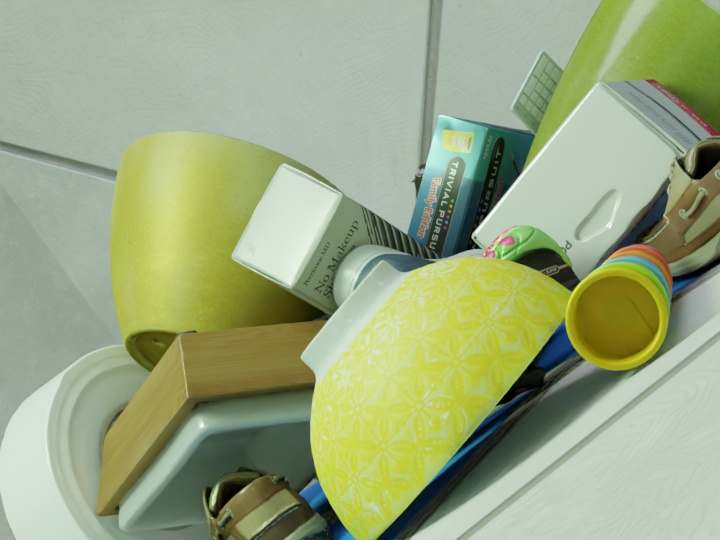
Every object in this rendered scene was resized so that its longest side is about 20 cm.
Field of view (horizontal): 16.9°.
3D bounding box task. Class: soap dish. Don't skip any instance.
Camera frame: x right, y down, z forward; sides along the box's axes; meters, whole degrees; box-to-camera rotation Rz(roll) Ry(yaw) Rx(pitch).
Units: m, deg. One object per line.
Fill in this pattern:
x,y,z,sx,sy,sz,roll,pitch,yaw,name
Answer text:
-0.091,0.109,1.723,0.156,0.082,0.200,-6,-26,-29,soap dish

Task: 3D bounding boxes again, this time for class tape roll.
-0.173,0.161,1.839,0.071,0.203,0.202,-33,4,40,tape roll

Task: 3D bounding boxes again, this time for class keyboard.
0.188,-0.101,1.970,0.011,0.200,0.056,22,75,48,keyboard

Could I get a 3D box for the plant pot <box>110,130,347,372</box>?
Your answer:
-0.110,0.008,1.832,0.200,0.199,0.143,-33,35,59,plant pot

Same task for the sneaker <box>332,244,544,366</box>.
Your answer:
0.096,0.037,1.723,0.202,0.146,0.077,3,-74,-47,sneaker

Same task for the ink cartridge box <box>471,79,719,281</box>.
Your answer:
0.175,-0.057,1.719,0.145,0.084,0.200,-51,-10,14,ink cartridge box

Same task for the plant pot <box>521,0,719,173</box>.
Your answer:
0.216,-0.101,1.889,0.200,0.187,0.187,-52,3,-3,plant pot

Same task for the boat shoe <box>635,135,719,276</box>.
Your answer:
0.237,-0.054,1.570,0.076,0.072,0.200,-38,2,-32,boat shoe

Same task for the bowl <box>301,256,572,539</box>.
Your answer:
0.028,0.058,1.472,0.200,0.108,0.200,-50,-2,-2,bowl

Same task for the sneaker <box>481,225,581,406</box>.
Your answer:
0.075,0.066,1.597,0.200,0.084,0.077,-54,-1,14,sneaker

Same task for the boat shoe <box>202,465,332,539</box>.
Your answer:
-0.071,0.169,1.678,0.076,0.074,0.200,-37,2,-15,boat shoe

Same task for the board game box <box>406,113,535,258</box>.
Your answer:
0.104,-0.043,1.990,0.200,0.047,0.152,1,-75,-65,board game box

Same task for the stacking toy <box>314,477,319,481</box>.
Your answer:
0.033,0.085,1.877,0.199,0.086,0.085,-31,4,18,stacking toy

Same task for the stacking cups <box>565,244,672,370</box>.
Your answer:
0.161,0.017,1.485,0.060,0.061,0.200,-36,1,10,stacking cups

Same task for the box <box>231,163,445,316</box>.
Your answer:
0.000,0.000,1.770,0.200,0.068,0.083,29,-91,-52,box

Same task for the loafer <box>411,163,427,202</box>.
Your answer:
0.071,-0.009,2.086,0.073,0.071,0.201,-31,-46,-54,loafer

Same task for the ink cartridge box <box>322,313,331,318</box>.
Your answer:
-0.006,0.059,2.034,0.086,0.147,0.200,-39,2,-13,ink cartridge box
